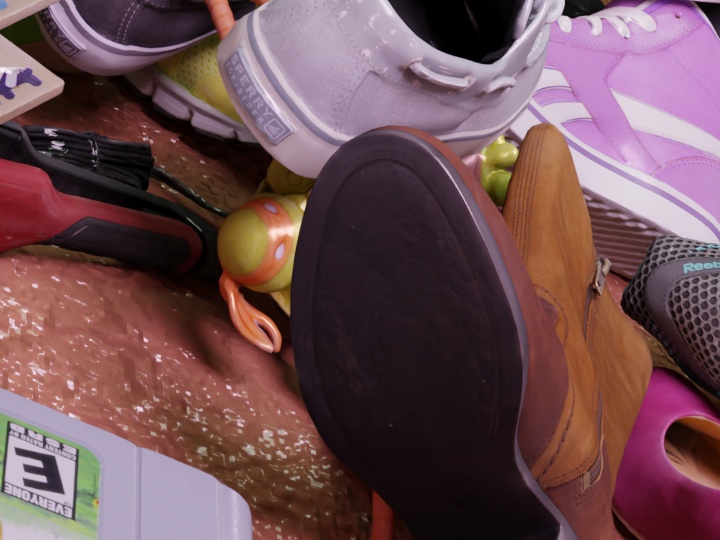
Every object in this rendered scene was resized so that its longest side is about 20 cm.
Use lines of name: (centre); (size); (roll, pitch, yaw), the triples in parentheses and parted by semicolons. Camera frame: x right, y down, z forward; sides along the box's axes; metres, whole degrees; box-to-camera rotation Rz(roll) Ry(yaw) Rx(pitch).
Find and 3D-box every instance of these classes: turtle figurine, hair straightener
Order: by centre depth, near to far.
hair straightener: (-0.104, -0.039, 0.741); (0.200, 0.041, 0.077); (8, 37, -42)
turtle figurine: (0.000, 0.000, 0.763); (0.161, 0.064, 0.201); (0, 68, -58)

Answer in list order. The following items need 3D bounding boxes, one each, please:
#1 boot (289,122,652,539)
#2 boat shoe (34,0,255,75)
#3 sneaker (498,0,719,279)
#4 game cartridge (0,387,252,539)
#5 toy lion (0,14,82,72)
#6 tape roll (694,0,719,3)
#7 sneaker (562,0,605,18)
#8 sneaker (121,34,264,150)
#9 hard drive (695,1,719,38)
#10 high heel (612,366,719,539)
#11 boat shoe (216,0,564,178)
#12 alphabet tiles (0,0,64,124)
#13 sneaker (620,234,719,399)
boot: (0.051, 0.005, 0.711); (0.189, 0.068, 0.200); (64, 26, -22)
boat shoe: (-0.033, -0.127, 0.802); (0.200, 0.066, 0.070); (-31, 91, -49)
sneaker: (0.074, -0.085, 0.934); (0.200, 0.073, 0.115); (30, 66, -26)
game cartridge: (-0.113, 0.071, 0.557); (0.199, 0.041, 0.134); (24, 32, -20)
toy lion: (-0.197, -0.148, 0.805); (0.191, 0.069, 0.200); (-14, 54, -48)
tape roll: (0.101, -0.181, 0.996); (0.202, 0.037, 0.203); (14, 32, -9)
sneaker: (0.044, -0.120, 1.002); (0.200, 0.076, 0.114); (14, 30, -40)
sneaker: (-0.062, -0.125, 0.877); (0.078, 0.090, 0.200); (-2, 46, -53)
hard drive: (0.161, -0.123, 1.107); (0.135, 0.042, 0.200); (49, 11, 12)
high heel: (0.133, 0.073, 0.763); (0.067, 0.096, 0.200); (27, 27, -14)
boat shoe: (0.029, -0.077, 0.731); (0.070, 0.071, 0.201); (58, 27, 3)
alphabet tiles: (-0.192, -0.088, 0.683); (0.200, 0.006, 0.166); (36, 45, 21)
sneaker: (0.167, 0.027, 0.886); (0.091, 0.078, 0.200); (31, 1, 34)
